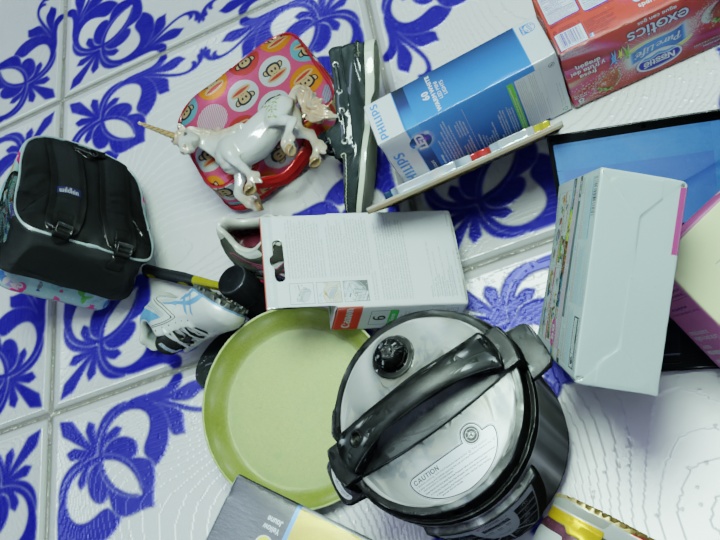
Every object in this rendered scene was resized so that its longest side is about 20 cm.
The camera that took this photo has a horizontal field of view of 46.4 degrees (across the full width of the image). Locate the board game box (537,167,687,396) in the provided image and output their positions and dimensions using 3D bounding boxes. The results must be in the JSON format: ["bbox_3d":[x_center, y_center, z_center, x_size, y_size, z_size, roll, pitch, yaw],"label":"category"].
[{"bbox_3d":[0.190,0.004,0.663,0.063,0.200,0.150,8,94,4],"label":"board game box"}]

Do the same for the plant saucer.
[{"bbox_3d":[-0.061,0.136,0.843,0.197,0.031,0.203,-3,76,10],"label":"plant saucer"}]

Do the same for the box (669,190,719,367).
[{"bbox_3d":[0.351,0.010,0.653,0.176,0.097,0.200,-43,80,0],"label":"box"}]

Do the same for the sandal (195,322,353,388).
[{"bbox_3d":[-0.097,0.077,0.904,0.198,0.048,0.076,-18,60,17],"label":"sandal"}]

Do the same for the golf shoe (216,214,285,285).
[{"bbox_3d":[-0.068,-0.018,0.916,0.198,0.088,0.078,4,65,25],"label":"golf shoe"}]

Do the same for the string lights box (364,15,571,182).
[{"bbox_3d":[0.116,-0.173,0.895,0.198,0.103,0.059,-26,59,11],"label":"string lights box"}]

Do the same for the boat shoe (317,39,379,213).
[{"bbox_3d":[-0.016,-0.157,0.939,0.065,0.074,0.202,2,93,9],"label":"boat shoe"}]

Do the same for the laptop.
[{"bbox_3d":[0.263,-0.022,0.749,0.175,0.103,0.202,-6,62,23],"label":"laptop"}]

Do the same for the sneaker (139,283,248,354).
[{"bbox_3d":[-0.183,0.059,0.912,0.199,0.071,0.073,-9,57,55],"label":"sneaker"}]

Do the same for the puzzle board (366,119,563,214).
[{"bbox_3d":[0.107,-0.108,0.849,0.198,0.151,0.018,-24,92,13],"label":"puzzle board"}]

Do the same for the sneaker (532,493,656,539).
[{"bbox_3d":[0.223,0.259,0.654,0.199,0.075,0.091,25,86,39],"label":"sneaker"}]

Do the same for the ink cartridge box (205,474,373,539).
[{"bbox_3d":[-0.069,0.316,0.749,0.196,0.047,0.202,21,72,16],"label":"ink cartridge box"}]

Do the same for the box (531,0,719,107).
[{"bbox_3d":[0.289,-0.270,0.866,0.198,0.096,0.101,-24,58,13],"label":"box"}]

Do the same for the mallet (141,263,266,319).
[{"bbox_3d":[-0.182,0.019,0.987,0.198,0.066,0.041,6,61,44],"label":"mallet"}]

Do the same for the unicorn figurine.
[{"bbox_3d":[-0.126,-0.140,0.936,0.198,0.074,0.138,-27,56,-6],"label":"unicorn figurine"}]

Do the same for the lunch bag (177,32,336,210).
[{"bbox_3d":[-0.113,-0.174,1.017,0.199,0.082,0.177,-36,56,5],"label":"lunch bag"}]

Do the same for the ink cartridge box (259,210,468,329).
[{"bbox_3d":[0.000,0.000,0.840,0.197,0.051,0.110,-2,60,-10],"label":"ink cartridge box"}]

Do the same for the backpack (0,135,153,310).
[{"bbox_3d":[-0.350,-0.061,1.016,0.151,0.176,0.202,-47,43,33],"label":"backpack"}]

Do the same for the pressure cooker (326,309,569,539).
[{"bbox_3d":[0.072,0.130,0.703,0.177,0.200,0.178,9,72,29],"label":"pressure cooker"}]
